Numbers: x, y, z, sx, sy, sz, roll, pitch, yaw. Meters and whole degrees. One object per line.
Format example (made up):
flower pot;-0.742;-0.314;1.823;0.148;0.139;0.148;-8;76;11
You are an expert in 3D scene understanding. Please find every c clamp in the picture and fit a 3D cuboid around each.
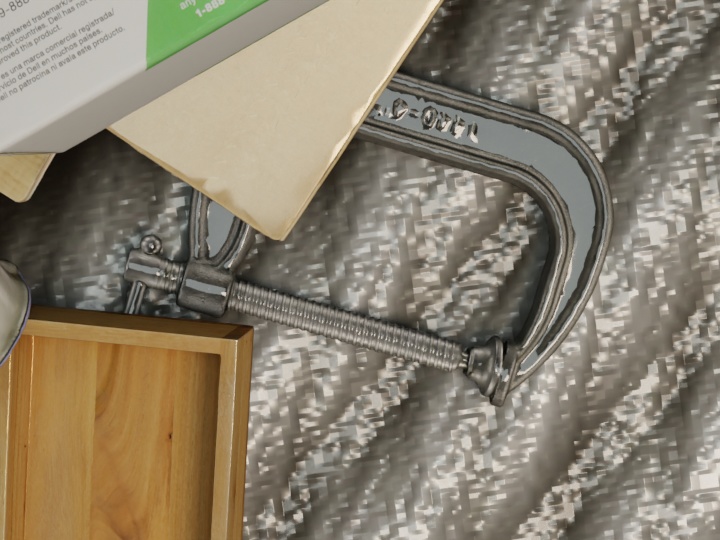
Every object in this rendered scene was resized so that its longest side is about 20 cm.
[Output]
c clamp;0.000;0.000;1.241;0.199;0.027;0.172;10;90;-1

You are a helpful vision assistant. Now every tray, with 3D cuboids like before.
tray;-0.098;0.119;1.215;0.098;0.037;0.201;5;101;10

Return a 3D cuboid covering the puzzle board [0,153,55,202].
puzzle board;-0.176;-0.143;1.187;0.199;0.017;0.151;32;99;10

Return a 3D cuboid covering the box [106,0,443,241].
box;-0.044;-0.138;1.196;0.163;0.021;0.201;33;98;-5

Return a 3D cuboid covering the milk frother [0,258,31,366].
milk frother;-0.263;-0.025;1.182;0.180;0.200;0.189;-36;119;-5

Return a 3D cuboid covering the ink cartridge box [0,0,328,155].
ink cartridge box;-0.111;-0.164;1.120;0.145;0.084;0.201;-28;87;12
